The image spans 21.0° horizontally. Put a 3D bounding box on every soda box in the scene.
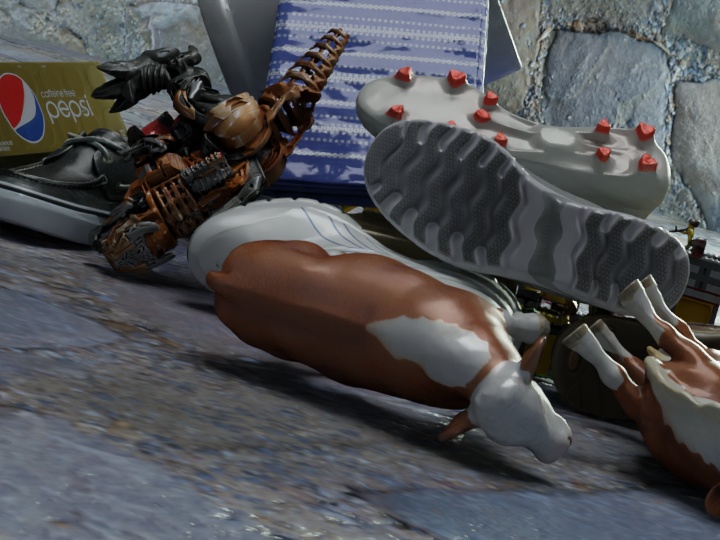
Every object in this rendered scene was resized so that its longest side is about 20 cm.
[{"bbox_3d":[-0.236,-0.100,1.312,0.064,0.068,0.200,-23,-2,21],"label":"soda box"}]

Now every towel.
[{"bbox_3d":[0.011,-0.122,1.270,0.144,0.201,0.024,5,-35,2],"label":"towel"}]

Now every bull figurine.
[{"bbox_3d":[0.166,0.064,0.989,0.122,0.065,0.200,50,4,7],"label":"bull figurine"},{"bbox_3d":[0.023,0.033,0.944,0.199,0.065,0.121,23,5,21],"label":"bull figurine"}]

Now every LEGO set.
[{"bbox_3d":[0.168,0.013,1.244,0.153,0.117,0.200,17,7,16],"label":"LEGO set"}]

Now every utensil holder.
[{"bbox_3d":[-0.001,-0.185,1.412,0.199,0.171,0.170,-20,3,7],"label":"utensil holder"}]

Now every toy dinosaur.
[{"bbox_3d":[-0.086,-0.074,1.185,0.199,0.103,0.136,-24,33,-28],"label":"toy dinosaur"}]

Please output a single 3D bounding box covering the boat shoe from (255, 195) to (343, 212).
[{"bbox_3d":[-0.044,-0.038,1.380,0.065,0.074,0.200,9,10,-17],"label":"boat shoe"}]

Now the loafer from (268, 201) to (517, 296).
[{"bbox_3d":[0.000,0.000,1.197,0.199,0.077,0.067,8,3,28],"label":"loafer"}]

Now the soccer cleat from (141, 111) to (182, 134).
[{"bbox_3d":[-0.126,-0.080,1.469,0.069,0.085,0.200,45,19,9],"label":"soccer cleat"}]

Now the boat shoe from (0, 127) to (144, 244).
[{"bbox_3d":[-0.176,-0.058,1.250,0.072,0.071,0.200,18,8,21],"label":"boat shoe"}]

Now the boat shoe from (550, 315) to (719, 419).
[{"bbox_3d":[0.208,0.063,1.129,0.199,0.072,0.068,13,9,1],"label":"boat shoe"}]

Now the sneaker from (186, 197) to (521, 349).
[{"bbox_3d":[-0.003,0.011,1.093,0.199,0.075,0.087,15,12,3],"label":"sneaker"}]

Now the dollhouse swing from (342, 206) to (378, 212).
[{"bbox_3d":[-0.020,-0.043,1.642,0.181,0.177,0.200,-26,-9,20],"label":"dollhouse swing"}]

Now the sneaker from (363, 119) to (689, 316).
[{"bbox_3d":[0.091,-0.021,1.131,0.199,0.075,0.082,28,-5,7],"label":"sneaker"}]

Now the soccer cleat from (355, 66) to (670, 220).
[{"bbox_3d":[0.090,-0.067,1.190,0.199,0.078,0.070,14,47,-2],"label":"soccer cleat"}]
